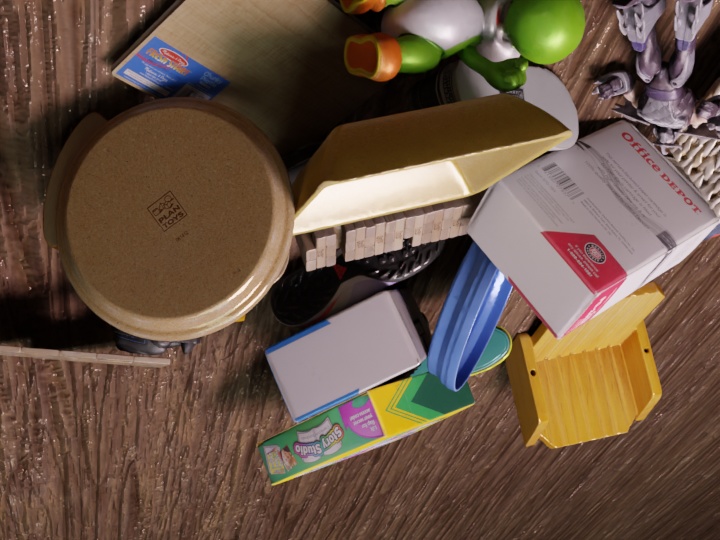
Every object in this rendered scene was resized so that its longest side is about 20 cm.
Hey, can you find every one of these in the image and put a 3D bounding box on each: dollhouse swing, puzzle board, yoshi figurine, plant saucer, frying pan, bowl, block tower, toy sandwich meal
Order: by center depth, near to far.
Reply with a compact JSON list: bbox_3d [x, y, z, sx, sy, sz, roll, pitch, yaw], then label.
[{"bbox_3d":[0.090,-0.191,0.737,0.197,0.113,0.113,-7,140,-29],"label":"yoshi figurine"},{"bbox_3d":[-0.146,-0.038,0.753,0.202,0.208,0.070,-20,169,0],"label":"toy sandwich meal"},{"bbox_3d":[-0.074,-0.164,0.770,0.150,0.018,0.199,-35,146,25],"label":"puzzle board"},{"bbox_3d":[0.035,-0.085,0.772,0.197,0.049,0.200,-13,174,-17],"label":"plant saucer"},{"bbox_3d":[-0.015,-0.097,0.883,0.188,0.031,0.115,-24,166,-13],"label":"frying pan"},{"bbox_3d":[0.035,-0.056,0.962,0.197,0.058,0.054,-15,150,-11],"label":"block tower"},{"bbox_3d":[0.127,0.030,1.053,0.039,0.202,0.202,23,150,15],"label":"bowl"},{"bbox_3d":[0.329,0.133,1.333,0.197,0.185,0.176,-8,168,-18],"label":"dollhouse swing"}]

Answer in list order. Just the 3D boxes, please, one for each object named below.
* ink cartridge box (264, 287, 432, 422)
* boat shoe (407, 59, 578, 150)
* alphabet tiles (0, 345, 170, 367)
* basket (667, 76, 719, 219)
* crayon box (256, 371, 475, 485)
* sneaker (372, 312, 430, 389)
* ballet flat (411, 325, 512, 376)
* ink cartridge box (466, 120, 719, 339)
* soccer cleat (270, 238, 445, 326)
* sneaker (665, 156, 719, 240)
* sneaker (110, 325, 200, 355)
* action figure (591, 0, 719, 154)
[{"bbox_3d":[-0.004,0.086,1.058,0.145,0.085,0.200,-27,176,7],"label":"ink cartridge box"},{"bbox_3d":[0.122,-0.146,0.871,0.063,0.072,0.198,-9,169,44],"label":"boat shoe"},{"bbox_3d":[-0.289,0.083,0.949,0.197,0.008,0.167,6,172,-14],"label":"alphabet tiles"},{"bbox_3d":[0.438,-0.135,0.936,0.196,0.162,0.201,-14,152,-39],"label":"basket"},{"bbox_3d":[0.006,0.178,1.138,0.199,0.059,0.171,-31,165,39],"label":"crayon box"},{"bbox_3d":[-0.004,0.113,1.188,0.199,0.071,0.089,-37,148,29],"label":"sneaker"},{"bbox_3d":[0.102,0.118,1.280,0.198,0.068,0.067,-21,171,7],"label":"ballet flat"},{"bbox_3d":[0.227,-0.046,0.949,0.198,0.146,0.084,-25,156,-33],"label":"ink cartridge box"},{"bbox_3d":[0.000,0.000,1.034,0.198,0.069,0.073,-28,169,9],"label":"soccer cleat"},{"bbox_3d":[0.365,-0.069,1.114,0.198,0.076,0.085,11,133,-41],"label":"sneaker"},{"bbox_3d":[-0.202,0.017,0.876,0.076,0.113,0.199,14,172,32],"label":"sneaker"},{"bbox_3d":[0.271,-0.176,0.875,0.129,0.070,0.201,12,147,26],"label":"action figure"}]
